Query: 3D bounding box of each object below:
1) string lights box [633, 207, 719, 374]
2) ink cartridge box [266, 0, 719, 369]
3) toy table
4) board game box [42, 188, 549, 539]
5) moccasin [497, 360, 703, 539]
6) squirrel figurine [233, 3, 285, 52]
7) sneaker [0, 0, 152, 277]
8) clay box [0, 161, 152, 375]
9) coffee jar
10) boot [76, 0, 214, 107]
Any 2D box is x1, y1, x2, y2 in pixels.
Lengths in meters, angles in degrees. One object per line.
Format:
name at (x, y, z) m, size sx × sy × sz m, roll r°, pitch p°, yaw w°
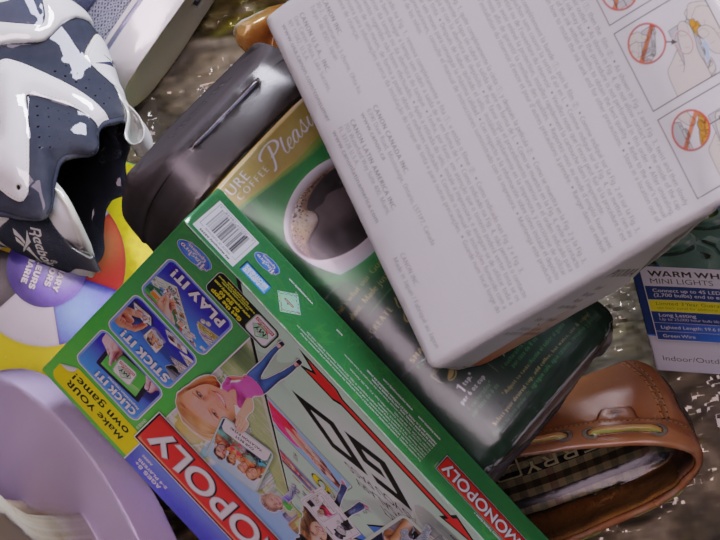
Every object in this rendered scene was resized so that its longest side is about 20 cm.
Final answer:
string lights box at (0.160, -0.038, 1.078) m, size 0.103 × 0.200 × 0.059 m, roll 3°, pitch 52°, yaw 21°
ink cartridge box at (0.080, -0.077, 0.995) m, size 0.200 × 0.050 × 0.162 m, roll -30°, pitch 77°, yaw 21°
toy table at (-0.161, 0.139, 1.111) m, size 0.200 × 0.117 × 0.184 m, roll 45°, pitch 129°, yaw 31°
board game box at (-0.027, 0.077, 1.065) m, size 0.200 × 0.135 × 0.029 m, roll 47°, pitch 46°, yaw 0°
moccasin at (0.053, 0.108, 1.135) m, size 0.201 × 0.078 × 0.074 m, roll -18°, pitch 120°, yaw -1°
squirrel figurine at (0.024, -0.156, 1.129) m, size 0.141 × 0.200 × 0.187 m, roll 32°, pitch 74°, yaw 6°
sneaker at (-0.177, -0.027, 1.152) m, size 0.199 × 0.080 × 0.130 m, roll -38°, pitch 67°, yaw -8°
clay box at (-0.129, 0.004, 1.205) m, size 0.200 × 0.048 × 0.115 m, roll 18°, pitch 84°, yaw 13°
coffee jar at (0.000, 0.000, 1.087) m, size 0.200 × 0.085 × 0.104 m, roll 41°, pitch 70°, yaw 7°
boot at (-0.089, -0.179, 1.217) m, size 0.090 × 0.073 × 0.200 m, roll 36°, pitch 89°, yaw 9°
